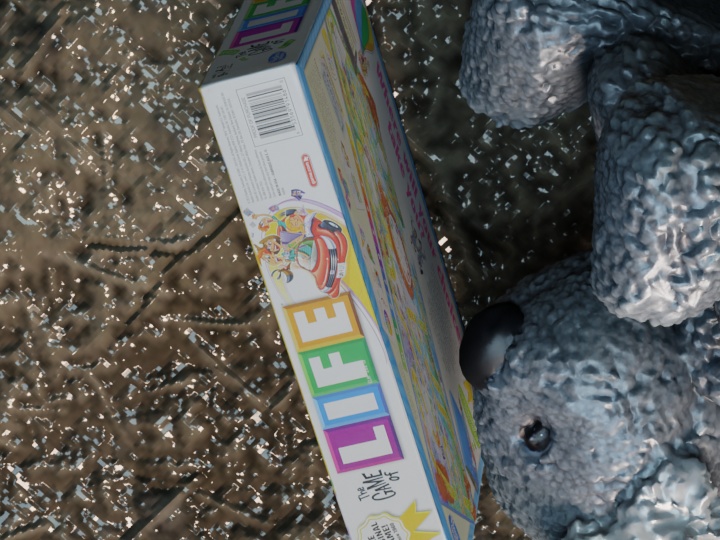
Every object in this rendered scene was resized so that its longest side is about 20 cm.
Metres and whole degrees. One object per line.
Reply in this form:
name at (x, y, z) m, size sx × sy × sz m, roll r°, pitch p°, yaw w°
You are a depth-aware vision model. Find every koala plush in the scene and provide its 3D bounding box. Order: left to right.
koala plush at (0.108, 0.020, 0.875) m, size 0.183 × 0.178 × 0.201 m, roll 14°, pitch 114°, yaw -25°

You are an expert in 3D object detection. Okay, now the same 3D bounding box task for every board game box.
board game box at (0.000, 0.000, 0.895) m, size 0.034 × 0.135 × 0.201 m, roll -13°, pitch 111°, yaw 13°
